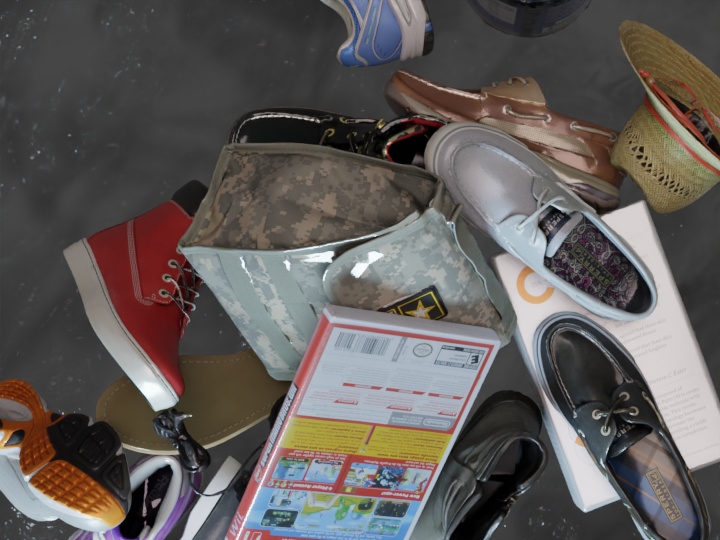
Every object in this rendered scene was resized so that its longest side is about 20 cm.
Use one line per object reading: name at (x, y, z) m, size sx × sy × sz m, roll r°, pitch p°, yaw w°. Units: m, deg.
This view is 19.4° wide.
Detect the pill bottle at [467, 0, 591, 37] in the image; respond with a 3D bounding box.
pill bottle at (0.128, -0.241, 1.551) m, size 0.111 × 0.200 × 0.113 m, roll 0°, pitch 86°, yaw 2°

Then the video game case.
video game case at (0.002, 0.120, 1.488) m, size 0.142 × 0.017 × 0.201 m, roll 9°, pitch 117°, yaw -31°

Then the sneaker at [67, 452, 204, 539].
sneaker at (-0.192, 0.216, 1.577) m, size 0.072 × 0.114 × 0.201 m, roll 30°, pitch 89°, yaw 2°

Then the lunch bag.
lunch bag at (0.000, 0.000, 1.505) m, size 0.199 × 0.164 × 0.118 m, roll 2°, pitch 55°, yaw 30°

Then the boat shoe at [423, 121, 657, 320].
boat shoe at (0.133, -0.034, 1.475) m, size 0.200 × 0.071 × 0.070 m, roll 38°, pitch 86°, yaw -18°

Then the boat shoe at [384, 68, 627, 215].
boat shoe at (0.114, -0.111, 1.612) m, size 0.199 × 0.076 × 0.072 m, roll 25°, pitch 83°, yaw -5°

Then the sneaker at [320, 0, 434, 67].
sneaker at (-0.011, -0.250, 1.618) m, size 0.076 × 0.076 × 0.201 m, roll -21°, pitch 85°, yaw -4°

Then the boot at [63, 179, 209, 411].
boot at (-0.131, 0.009, 1.562) m, size 0.144 × 0.200 × 0.073 m, roll -29°, pitch 129°, yaw -2°

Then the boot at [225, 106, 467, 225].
boot at (-0.001, -0.089, 1.566) m, size 0.202 × 0.154 × 0.074 m, roll 15°, pitch 82°, yaw 0°

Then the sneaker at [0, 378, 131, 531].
sneaker at (-0.221, 0.153, 1.560) m, size 0.075 × 0.200 × 0.093 m, roll -32°, pitch 125°, yaw -23°

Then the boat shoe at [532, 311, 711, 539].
boat shoe at (0.190, 0.116, 1.502) m, size 0.068 × 0.057 × 0.201 m, roll -32°, pitch 86°, yaw 0°

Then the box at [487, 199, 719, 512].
box at (0.186, 0.064, 1.582) m, size 0.123 × 0.097 × 0.202 m, roll -20°, pitch 87°, yaw 1°

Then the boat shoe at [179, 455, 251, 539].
boat shoe at (-0.128, 0.239, 1.591) m, size 0.060 × 0.076 × 0.201 m, roll 32°, pitch 86°, yaw 1°

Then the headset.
headset at (-0.056, 0.135, 1.545) m, size 0.094 × 0.199 × 0.124 m, roll 43°, pitch 115°, yaw 38°

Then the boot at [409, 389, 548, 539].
boot at (0.068, 0.182, 1.547) m, size 0.067 × 0.131 × 0.201 m, roll 31°, pitch 105°, yaw -3°

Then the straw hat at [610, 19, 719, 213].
straw hat at (0.232, -0.090, 1.563) m, size 0.201 × 0.201 × 0.085 m, roll 44°, pitch 112°, yaw 4°

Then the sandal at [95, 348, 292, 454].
sandal at (-0.102, 0.099, 1.608) m, size 0.210 × 0.070 × 0.078 m, roll -21°, pitch 68°, yaw -21°
